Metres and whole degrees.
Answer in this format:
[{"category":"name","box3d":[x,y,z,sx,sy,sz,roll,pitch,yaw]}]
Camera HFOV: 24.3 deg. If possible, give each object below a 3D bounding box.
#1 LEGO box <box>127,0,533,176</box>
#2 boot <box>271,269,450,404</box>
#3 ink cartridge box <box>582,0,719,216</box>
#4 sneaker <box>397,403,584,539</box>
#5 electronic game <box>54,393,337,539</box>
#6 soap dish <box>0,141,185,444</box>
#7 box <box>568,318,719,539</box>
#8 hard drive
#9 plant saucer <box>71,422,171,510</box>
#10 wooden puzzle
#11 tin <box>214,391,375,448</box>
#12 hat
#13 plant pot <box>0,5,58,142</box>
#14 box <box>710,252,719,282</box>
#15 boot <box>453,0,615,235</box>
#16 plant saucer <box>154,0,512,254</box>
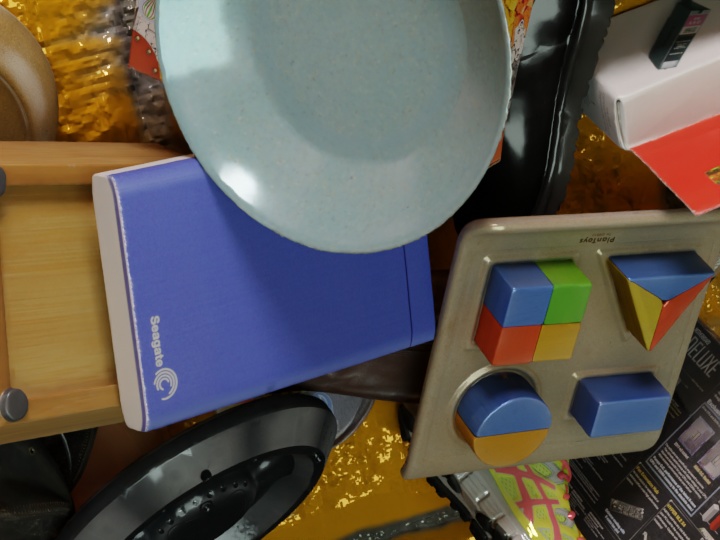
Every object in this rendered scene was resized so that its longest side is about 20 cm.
[{"category":"LEGO box","box3d":[-0.013,-0.149,0.864,0.077,0.199,0.150,-28,135,-54]},{"category":"boot","box3d":[0.000,0.000,0.992,0.198,0.064,0.187,4,123,-22]},{"category":"ink cartridge box","box3d":[0.240,-0.121,0.989,0.199,0.174,0.044,-21,123,-8]},{"category":"sneaker","box3d":[0.113,0.149,1.101,0.090,0.201,0.078,-31,167,-18]},{"category":"electronic game","box3d":[-0.100,0.140,1.007,0.199,0.042,0.200,-30,157,-14]},{"category":"soap dish","box3d":[-0.159,0.009,0.885,0.199,0.081,0.159,-5,92,-53]},{"category":"box","box3d":[0.218,0.138,1.108,0.158,0.200,0.050,-48,130,9]},{"category":"hard drive","box3d":[-0.045,-0.004,0.900,0.199,0.025,0.133,-15,105,-37]},{"category":"plant saucer","box3d":[-0.212,0.140,1.047,0.199,0.038,0.202,-9,120,-15]},{"category":"wooden puzzle","box3d":[0.129,0.052,1.005,0.184,0.046,0.201,-4,128,-25]},{"category":"tin","box3d":[-0.050,0.030,1.047,0.111,0.042,0.201,-17,122,-16]},{"category":"hat","box3d":[-0.217,0.133,0.937,0.200,0.081,0.201,-26,143,-21]},{"category":"plant pot","box3d":[-0.254,-0.063,0.894,0.199,0.028,0.201,-18,136,-18]},{"category":"box","box3d":[0.169,0.006,1.075,0.199,0.033,0.121,-15,159,-17]},{"category":"boot","box3d":[0.048,-0.105,0.983,0.157,0.079,0.213,3,114,-23]},{"category":"plant saucer","box3d":[-0.009,-0.109,0.803,0.039,0.200,0.202,-28,136,-53]}]
